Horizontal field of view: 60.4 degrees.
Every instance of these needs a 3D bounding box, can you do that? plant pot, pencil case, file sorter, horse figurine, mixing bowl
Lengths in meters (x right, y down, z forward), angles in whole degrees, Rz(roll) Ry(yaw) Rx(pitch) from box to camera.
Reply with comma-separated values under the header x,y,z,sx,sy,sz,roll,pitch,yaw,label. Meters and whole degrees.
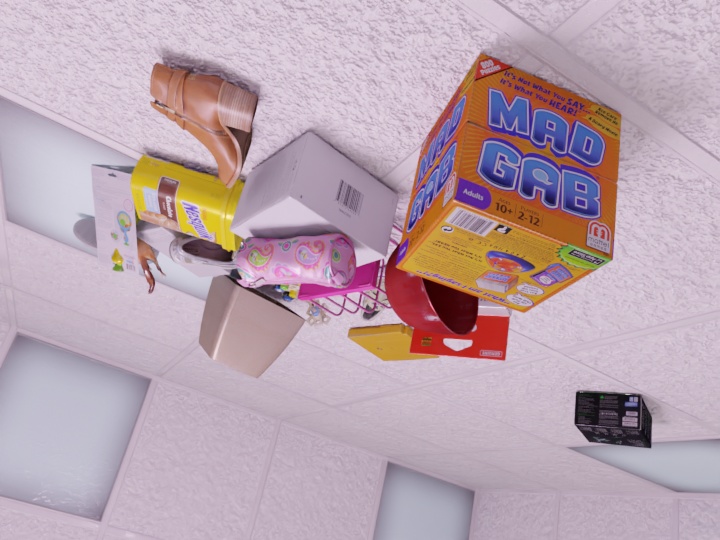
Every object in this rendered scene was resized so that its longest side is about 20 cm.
x,y,z,sx,sy,sz,roll,pitch,yaw,label
-0.280,0.137,1.485,0.197,0.181,0.199,29,175,-30,plant pot
-0.104,-0.012,0.969,0.195,0.090,0.088,-1,152,29,pencil case
0.000,0.000,1.170,0.197,0.143,0.124,-10,149,43,file sorter
-0.474,-0.055,1.324,0.049,0.203,0.133,-25,157,-8,horse figurine
0.108,0.021,1.051,0.106,0.205,0.199,-18,142,33,mixing bowl

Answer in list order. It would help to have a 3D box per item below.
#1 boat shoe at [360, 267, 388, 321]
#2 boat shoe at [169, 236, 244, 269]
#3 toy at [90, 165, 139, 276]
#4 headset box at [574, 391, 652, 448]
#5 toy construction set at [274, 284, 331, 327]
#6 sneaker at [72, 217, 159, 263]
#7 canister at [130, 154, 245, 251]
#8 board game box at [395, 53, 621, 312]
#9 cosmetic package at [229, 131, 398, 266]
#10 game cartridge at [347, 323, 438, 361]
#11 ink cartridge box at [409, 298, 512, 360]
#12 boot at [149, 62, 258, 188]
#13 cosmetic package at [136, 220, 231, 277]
x,y,z,sx,sy,sz,roll,pitch,yaw,label
0.044,0.057,1.352,0.070,0.064,0.201,16,154,-4,boat shoe
-0.280,-0.043,1.242,0.197,0.077,0.064,1,176,-36,boat shoe
-0.475,-0.100,1.228,0.112,0.206,0.047,13,-161,23,toy
0.694,0.411,1.688,0.170,0.095,0.200,-4,150,34,headset box
-0.125,0.042,1.397,0.127,0.094,0.202,7,144,15,toy construction set
-0.575,-0.056,1.455,0.195,0.076,0.082,22,152,-14,sneaker
-0.311,-0.124,1.141,0.194,0.088,0.150,17,150,0,canister
0.181,-0.097,0.783,0.195,0.205,0.200,18,156,-9,board game box
-0.077,-0.096,1.027,0.197,0.126,0.198,30,150,-31,cosmetic package
0.090,0.195,1.661,0.196,0.033,0.175,-11,145,39,game cartridge
0.186,0.071,1.165,0.195,0.178,0.044,0,153,29,ink cartridge box
-0.240,-0.213,0.926,0.151,0.079,0.201,17,153,-9,boot
-0.363,-0.067,1.305,0.110,0.083,0.199,-4,151,35,cosmetic package
